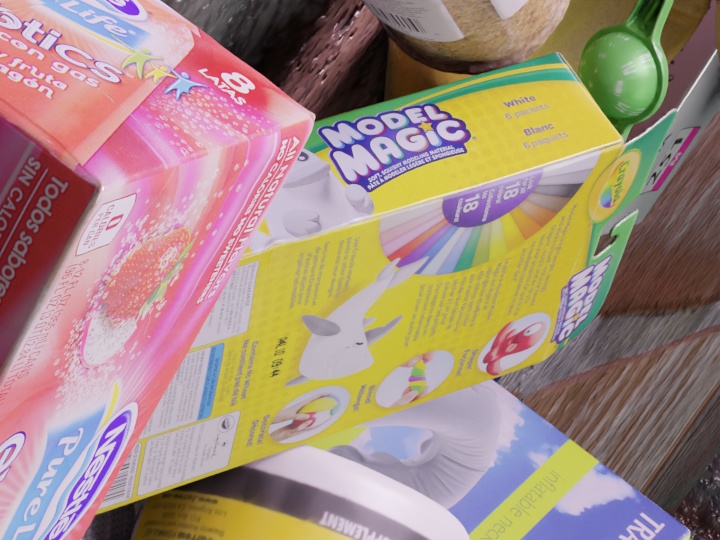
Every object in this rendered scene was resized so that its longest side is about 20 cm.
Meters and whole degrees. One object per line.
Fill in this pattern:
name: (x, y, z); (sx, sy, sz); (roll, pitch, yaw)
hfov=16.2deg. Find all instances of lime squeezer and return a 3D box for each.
lime squeezer: (0.075, -0.062, 0.899); (0.200, 0.038, 0.071); (-52, 135, -2)

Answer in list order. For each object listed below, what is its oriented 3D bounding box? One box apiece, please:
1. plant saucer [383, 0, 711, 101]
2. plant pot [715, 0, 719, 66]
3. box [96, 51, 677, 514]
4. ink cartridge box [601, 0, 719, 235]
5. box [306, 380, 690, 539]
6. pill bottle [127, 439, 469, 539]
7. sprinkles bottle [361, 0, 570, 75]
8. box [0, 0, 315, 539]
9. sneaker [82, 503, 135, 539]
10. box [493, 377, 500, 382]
plant saucer: (0.070, -0.092, 0.955); (0.200, 0.048, 0.200); (-48, 166, -20)
plant pot: (0.220, -0.101, 1.009); (0.200, 0.200, 0.134); (-50, -160, -12)
box: (0.000, 0.000, 0.796); (0.200, 0.048, 0.117); (-15, 146, -24)
ink cartridge box: (0.145, -0.105, 1.175); (0.200, 0.044, 0.174); (-57, 166, 17)
box: (0.032, 0.097, 0.972); (0.122, 0.200, 0.048); (-38, 159, -46)
pill bottle: (-0.044, 0.164, 0.840); (0.114, 0.114, 0.200); (82, 25, -70)
sprinkles bottle: (0.016, -0.107, 0.708); (0.068, 0.068, 0.200); (-53, 166, 1)
box: (-0.110, 0.026, 0.572); (0.200, 0.095, 0.103); (-59, 165, 22)
sneaker: (-0.133, 0.155, 0.868); (0.073, 0.071, 0.200); (18, 88, -70)
box: (0.017, 0.064, 1.188); (0.121, 0.032, 0.200); (-56, 164, 12)
